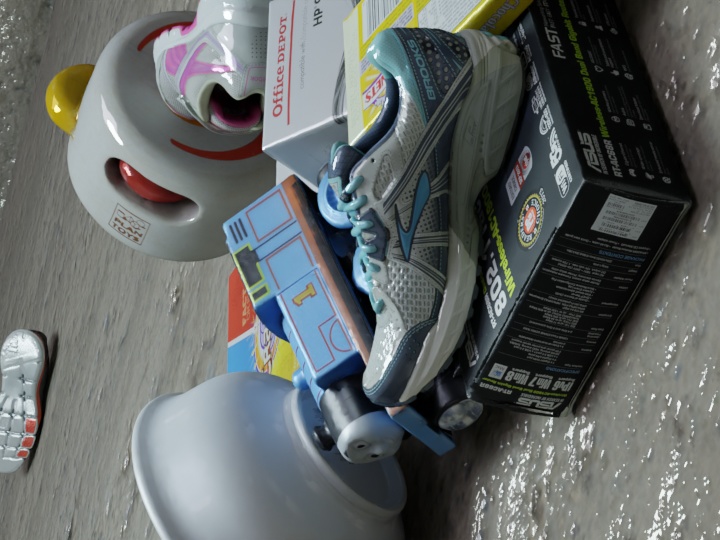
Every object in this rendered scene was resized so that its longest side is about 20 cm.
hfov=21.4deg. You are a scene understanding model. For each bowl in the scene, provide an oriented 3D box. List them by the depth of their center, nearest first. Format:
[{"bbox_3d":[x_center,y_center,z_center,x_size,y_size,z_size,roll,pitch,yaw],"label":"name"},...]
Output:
[{"bbox_3d":[-0.035,0.131,1.141,0.090,0.201,0.202,-40,33,19],"label":"bowl"}]

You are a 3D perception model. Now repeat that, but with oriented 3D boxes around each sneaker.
[{"bbox_3d":[0.018,-0.031,0.987,0.078,0.086,0.202,-158,79,-73],"label":"sneaker"},{"bbox_3d":[-0.106,-0.140,1.413,0.200,0.081,0.089,145,126,-69],"label":"sneaker"},{"bbox_3d":[-0.448,0.173,2.541,0.082,0.077,0.201,-35,-39,-77],"label":"sneaker"}]

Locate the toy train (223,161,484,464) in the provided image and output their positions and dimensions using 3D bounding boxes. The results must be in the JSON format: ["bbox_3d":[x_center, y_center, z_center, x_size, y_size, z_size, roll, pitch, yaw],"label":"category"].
[{"bbox_3d":[0.001,0.024,1.109,0.114,0.087,0.201,-35,55,13],"label":"toy train"}]

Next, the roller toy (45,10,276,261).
[{"bbox_3d":[-0.148,-0.107,1.578,0.140,0.199,0.183,-56,49,51],"label":"roller toy"}]

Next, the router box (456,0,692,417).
[{"bbox_3d":[0.094,-0.047,1.005,0.201,0.062,0.150,-100,26,-48],"label":"router box"}]

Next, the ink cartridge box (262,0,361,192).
[{"bbox_3d":[0.005,-0.125,1.174,0.199,0.067,0.117,-20,55,33],"label":"ink cartridge box"}]

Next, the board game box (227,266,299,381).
[{"bbox_3d":[-0.041,0.028,1.278,0.200,0.040,0.154,128,147,-54],"label":"board game box"}]

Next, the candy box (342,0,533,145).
[{"bbox_3d":[0.054,-0.157,1.034,0.200,0.026,0.103,-44,39,40],"label":"candy box"}]
